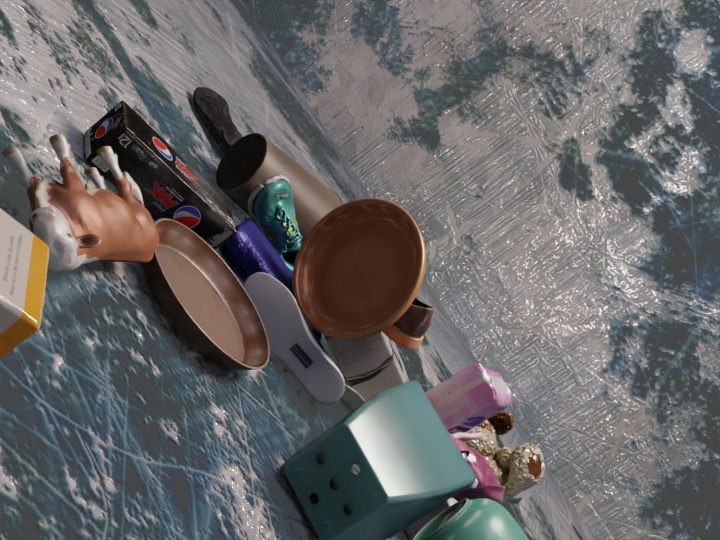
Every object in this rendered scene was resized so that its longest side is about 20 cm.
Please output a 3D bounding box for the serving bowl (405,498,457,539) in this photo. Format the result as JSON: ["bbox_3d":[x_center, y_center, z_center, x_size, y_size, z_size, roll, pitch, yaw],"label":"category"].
[{"bbox_3d":[0.129,0.373,1.105,0.201,0.065,0.200,54,10,-14],"label":"serving bowl"}]

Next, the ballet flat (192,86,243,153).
[{"bbox_3d":[-0.268,-0.271,1.419,0.066,0.057,0.201,-10,54,-31],"label":"ballet flat"}]

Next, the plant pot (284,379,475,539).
[{"bbox_3d":[0.011,0.223,0.850,0.142,0.141,0.200,58,17,18],"label":"plant pot"}]

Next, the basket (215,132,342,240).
[{"bbox_3d":[-0.139,-0.129,1.302,0.200,0.136,0.181,40,14,-45],"label":"basket"}]

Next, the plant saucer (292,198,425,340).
[{"bbox_3d":[0.000,0.000,1.035,0.037,0.199,0.201,39,18,-56],"label":"plant saucer"}]

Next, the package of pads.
[{"bbox_3d":[0.146,0.232,1.264,0.120,0.199,0.076,32,29,-58],"label":"package of pads"}]

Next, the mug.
[{"bbox_3d":[0.125,0.356,0.936,0.115,0.151,0.185,54,-25,8],"label":"mug"}]

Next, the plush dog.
[{"bbox_3d":[0.220,0.348,1.422,0.161,0.197,0.173,98,-21,-53],"label":"plush dog"}]

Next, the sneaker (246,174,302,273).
[{"bbox_3d":[-0.118,-0.070,1.170,0.080,0.077,0.201,48,-18,28],"label":"sneaker"}]

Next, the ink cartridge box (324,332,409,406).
[{"bbox_3d":[0.011,0.125,1.181,0.146,0.082,0.202,-105,173,-61],"label":"ink cartridge box"}]

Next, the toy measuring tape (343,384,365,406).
[{"bbox_3d":[0.019,0.233,1.083,0.199,0.074,0.074,37,12,-8],"label":"toy measuring tape"}]

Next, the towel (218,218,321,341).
[{"bbox_3d":[-0.127,0.022,1.104,0.201,0.049,0.148,55,5,-7],"label":"towel"}]

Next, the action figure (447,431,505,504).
[{"bbox_3d":[0.116,0.241,1.008,0.200,0.133,0.150,45,42,-37],"label":"action figure"}]

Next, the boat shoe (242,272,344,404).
[{"bbox_3d":[-0.092,0.091,1.004,0.201,0.068,0.057,57,-6,-9],"label":"boat shoe"}]

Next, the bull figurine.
[{"bbox_3d":[-0.247,-0.052,0.676,0.200,0.064,0.123,15,53,-79],"label":"bull figurine"}]

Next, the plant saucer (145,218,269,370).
[{"bbox_3d":[-0.175,0.033,0.855,0.201,0.034,0.201,53,11,-14],"label":"plant saucer"}]

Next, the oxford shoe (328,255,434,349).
[{"bbox_3d":[0.025,0.021,1.074,0.200,0.073,0.071,40,24,24],"label":"oxford shoe"}]

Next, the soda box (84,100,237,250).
[{"bbox_3d":[-0.238,-0.105,0.922,0.200,0.063,0.071,48,11,-41],"label":"soda box"}]

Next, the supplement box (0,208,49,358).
[{"bbox_3d":[-0.259,-0.016,0.336,0.200,0.125,0.074,48,12,-38],"label":"supplement box"}]
